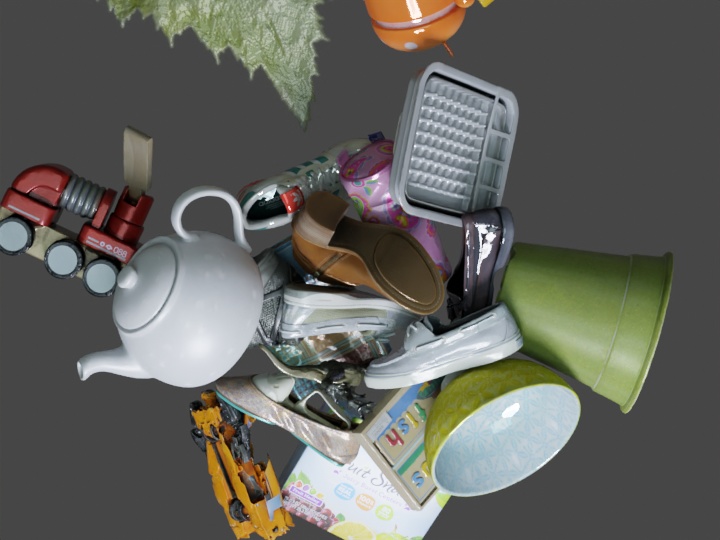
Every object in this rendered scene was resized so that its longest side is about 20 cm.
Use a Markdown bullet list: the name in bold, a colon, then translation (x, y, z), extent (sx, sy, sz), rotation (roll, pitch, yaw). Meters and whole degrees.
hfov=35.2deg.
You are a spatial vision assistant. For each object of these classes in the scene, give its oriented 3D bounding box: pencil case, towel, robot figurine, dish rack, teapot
- **pencil case**: translation (0.041, -0.061, 1.360), extent (0.087, 0.088, 0.201), rotation (-23, 123, 6)
- **towel**: translation (-0.068, 0.056, 1.452), extent (0.146, 0.022, 0.201), rotation (-29, 105, 9)
- **robot figurine**: translation (-0.157, 0.245, 1.458), extent (0.058, 0.145, 0.202), rotation (-20, 92, -34)
- **dish rack**: translation (0.103, -0.142, 1.318), extent (0.043, 0.199, 0.173), rotation (14, 93, 39)
- **teapot**: translation (-0.217, 0.028, 1.320), extent (0.196, 0.202, 0.146), rotation (-22, 142, 34)
- **robot figurine**: translation (0.055, -0.332, 1.269), extent (0.142, 0.117, 0.201), rotation (-12, 125, 10)

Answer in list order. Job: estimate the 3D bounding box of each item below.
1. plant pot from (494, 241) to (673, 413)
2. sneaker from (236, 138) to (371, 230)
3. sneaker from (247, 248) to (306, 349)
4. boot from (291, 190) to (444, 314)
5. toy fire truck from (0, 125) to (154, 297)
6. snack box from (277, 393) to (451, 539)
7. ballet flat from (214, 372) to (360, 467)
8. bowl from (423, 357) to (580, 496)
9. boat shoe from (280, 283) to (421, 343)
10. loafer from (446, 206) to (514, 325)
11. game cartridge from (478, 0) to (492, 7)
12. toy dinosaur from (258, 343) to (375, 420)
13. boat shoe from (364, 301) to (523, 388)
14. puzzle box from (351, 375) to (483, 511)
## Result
- **plant pot**: translation (0.259, 0.048, 1.379), extent (0.188, 0.200, 0.202), rotation (17, 107, 6)
- **sneaker**: translation (-0.060, -0.095, 1.366), extent (0.198, 0.093, 0.071), rotation (-21, 107, 6)
- **sneaker**: translation (-0.132, 0.082, 1.409), extent (0.114, 0.076, 0.200), rotation (38, 99, -6)
- **boot**: translation (0.000, 0.000, 1.334), extent (0.199, 0.155, 0.077), rotation (31, 67, 2)
- **toy fire truck**: translation (-0.326, -0.089, 1.362), extent (0.175, 0.129, 0.201), rotation (26, 94, -8)
- **snack box**: translation (0.011, 0.271, 1.494), extent (0.199, 0.068, 0.169), rotation (29, 108, -10)
- **ballet flat**: translation (-0.082, 0.166, 1.406), extent (0.199, 0.068, 0.068), rotation (30, 105, -6)
- **bowl**: translation (0.155, 0.169, 1.379), extent (0.198, 0.108, 0.201), rotation (-16, 138, -15)
- **boat shoe**: translation (-0.012, 0.058, 1.389), extent (0.201, 0.074, 0.065), rotation (8, 95, -42)
- **loafer**: translation (0.128, 0.006, 1.363), extent (0.062, 0.072, 0.201), rotation (1, 129, -16)
- **game cartridge**: translation (0.163, -0.434, 1.295), extent (0.200, 0.032, 0.176), rotation (-40, 104, 12)
- **toy dinosaur**: translation (-0.030, 0.134, 1.390), extent (0.199, 0.088, 0.048), rotation (12, 115, -39)
- **boat shoe**: translation (0.091, 0.085, 1.346), extent (0.199, 0.070, 0.072), rotation (-18, 97, 18)
- **puzzle box**: translation (0.094, 0.186, 1.432), extent (0.200, 0.025, 0.133), rotation (-45, 107, -26)
